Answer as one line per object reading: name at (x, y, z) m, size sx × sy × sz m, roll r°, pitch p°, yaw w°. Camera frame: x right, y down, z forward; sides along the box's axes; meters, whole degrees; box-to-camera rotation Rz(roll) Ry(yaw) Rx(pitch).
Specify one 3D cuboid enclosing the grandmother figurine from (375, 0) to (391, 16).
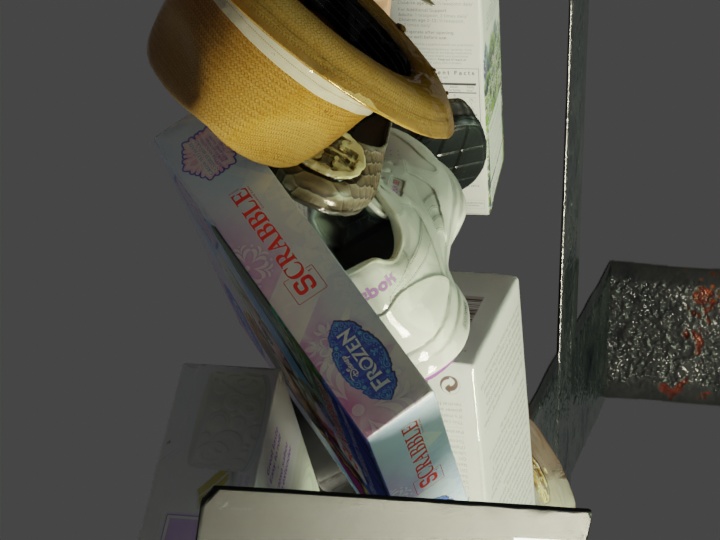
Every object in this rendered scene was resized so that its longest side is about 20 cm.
grandmother figurine at (-0.001, -0.152, 1.305) m, size 0.121 × 0.060 × 0.202 m, roll 25°, pitch 72°, yaw -55°

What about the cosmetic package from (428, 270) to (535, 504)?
cosmetic package at (0.055, 0.111, 1.212) m, size 0.102 × 0.071 × 0.202 m, roll -56°, pitch 145°, yaw -55°

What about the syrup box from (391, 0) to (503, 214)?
syrup box at (0.058, -0.145, 1.499) m, size 0.079 × 0.081 × 0.202 m, roll -72°, pitch 160°, yaw -53°

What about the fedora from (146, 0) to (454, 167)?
fedora at (-0.043, -0.106, 0.977) m, size 0.082 × 0.200 × 0.201 m, roll -48°, pitch 175°, yaw 14°

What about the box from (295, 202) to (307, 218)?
box at (-0.031, -0.062, 1.222) m, size 0.039 × 0.041 × 0.202 m, roll -65°, pitch 155°, yaw -57°

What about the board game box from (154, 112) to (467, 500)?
board game box at (-0.018, 0.042, 1.041) m, size 0.200 × 0.041 × 0.200 m, roll 53°, pitch -9°, yaw 30°

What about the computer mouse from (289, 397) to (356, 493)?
computer mouse at (0.000, 0.075, 1.283) m, size 0.200 × 0.046 × 0.141 m, roll 14°, pitch 45°, yaw -63°

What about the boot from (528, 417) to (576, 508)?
boot at (0.069, 0.101, 1.375) m, size 0.188 × 0.064 × 0.200 m, roll 69°, pitch -17°, yaw -1°

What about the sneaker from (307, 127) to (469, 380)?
sneaker at (0.012, -0.031, 1.123) m, size 0.100 × 0.074 × 0.201 m, roll 54°, pitch 15°, yaw -34°

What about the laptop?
laptop at (-0.004, 0.167, 0.975) m, size 0.200 × 0.175 × 0.104 m, roll 134°, pitch -40°, yaw -74°

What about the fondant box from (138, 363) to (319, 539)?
fondant box at (-0.064, 0.165, 1.099) m, size 0.201 × 0.058 × 0.145 m, roll 74°, pitch 22°, yaw -52°

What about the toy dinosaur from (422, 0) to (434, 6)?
toy dinosaur at (-0.045, -0.203, 1.011) m, size 0.200 × 0.058 × 0.102 m, roll 43°, pitch 28°, yaw -37°

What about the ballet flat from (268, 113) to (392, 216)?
ballet flat at (-0.006, -0.087, 1.090) m, size 0.047 × 0.067 × 0.200 m, roll -58°, pitch -177°, yaw 28°

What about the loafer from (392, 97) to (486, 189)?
loafer at (0.032, -0.077, 1.375) m, size 0.200 × 0.072 × 0.073 m, roll 127°, pitch -50°, yaw -66°
